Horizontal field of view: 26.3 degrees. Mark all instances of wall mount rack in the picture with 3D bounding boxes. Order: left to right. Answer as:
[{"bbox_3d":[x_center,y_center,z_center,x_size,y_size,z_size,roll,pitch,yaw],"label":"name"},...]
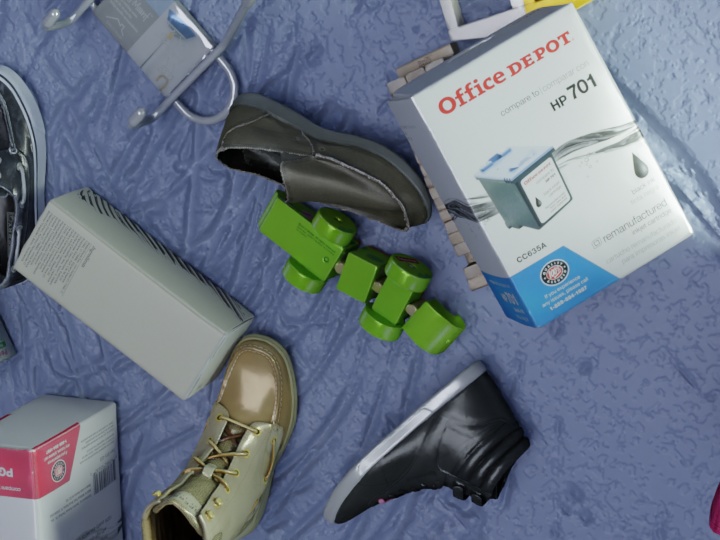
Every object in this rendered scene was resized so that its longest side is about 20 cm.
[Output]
[{"bbox_3d":[-0.168,-0.219,1.289,0.174,0.075,0.200,-42,87,23],"label":"wall mount rack"}]

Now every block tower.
[{"bbox_3d":[0.085,-0.079,1.241,0.054,0.058,0.200,-21,94,22],"label":"block tower"}]

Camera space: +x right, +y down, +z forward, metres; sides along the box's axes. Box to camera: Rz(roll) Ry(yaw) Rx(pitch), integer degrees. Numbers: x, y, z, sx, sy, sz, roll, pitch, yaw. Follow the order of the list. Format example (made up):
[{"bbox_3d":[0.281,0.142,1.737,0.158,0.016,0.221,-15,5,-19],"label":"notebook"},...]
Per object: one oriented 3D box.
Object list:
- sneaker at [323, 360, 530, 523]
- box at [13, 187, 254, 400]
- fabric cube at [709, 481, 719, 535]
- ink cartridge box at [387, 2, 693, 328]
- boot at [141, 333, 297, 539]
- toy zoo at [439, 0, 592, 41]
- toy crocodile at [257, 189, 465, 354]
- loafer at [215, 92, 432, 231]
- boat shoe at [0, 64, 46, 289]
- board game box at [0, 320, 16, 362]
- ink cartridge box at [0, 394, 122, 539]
[{"bbox_3d":[0.059,0.176,1.302,0.200,0.071,0.099,-44,81,19],"label":"sneaker"},{"bbox_3d":[-0.200,0.018,1.361,0.200,0.068,0.082,38,113,8],"label":"box"},{"bbox_3d":[0.381,0.099,1.100,0.200,0.196,0.200,18,109,16],"label":"fabric cube"},{"bbox_3d":[0.135,-0.080,1.167,0.146,0.086,0.200,-31,101,-6],"label":"ink cartridge box"},{"bbox_3d":[-0.122,0.164,1.320,0.073,0.155,0.200,20,109,14],"label":"boot"},{"bbox_3d":[0.113,-0.264,1.206,0.131,0.020,0.200,-15,97,22],"label":"toy zoo"},{"bbox_3d":[0.000,0.000,1.294,0.200,0.062,0.068,33,112,15],"label":"toy crocodile"},{"bbox_3d":[-0.034,-0.076,1.267,0.200,0.070,0.075,25,151,21],"label":"loafer"},{"bbox_3d":[-0.328,-0.082,1.383,0.072,0.068,0.201,4,104,19],"label":"boat shoe"},{"bbox_3d":[-0.411,0.014,1.394,0.064,0.148,0.200,-23,94,22],"label":"board game box"},{"bbox_3d":[-0.285,0.231,1.401,0.084,0.145,0.201,4,104,21],"label":"ink cartridge box"}]
